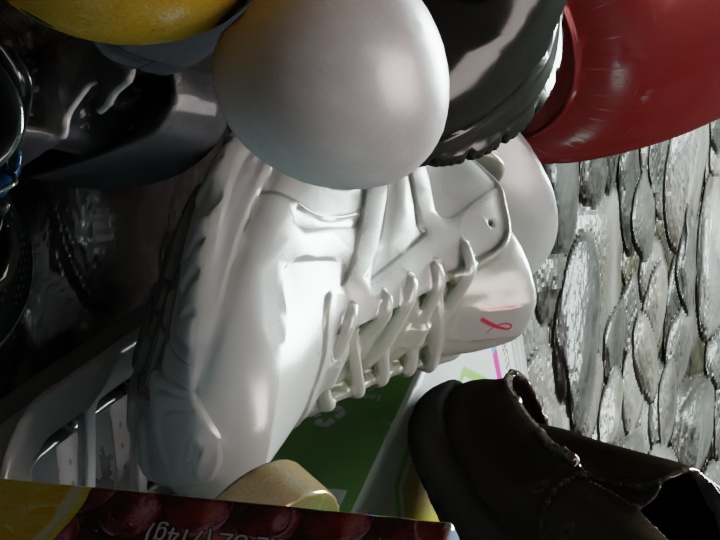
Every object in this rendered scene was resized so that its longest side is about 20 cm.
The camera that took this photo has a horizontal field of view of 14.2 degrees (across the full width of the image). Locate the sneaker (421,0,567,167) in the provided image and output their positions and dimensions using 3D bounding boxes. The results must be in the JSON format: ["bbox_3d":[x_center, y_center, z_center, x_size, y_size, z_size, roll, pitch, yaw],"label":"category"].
[{"bbox_3d":[0.044,-0.111,0.801,0.200,0.076,0.091,-51,158,-32],"label":"sneaker"}]

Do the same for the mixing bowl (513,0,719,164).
[{"bbox_3d":[0.058,-0.110,0.954,0.108,0.199,0.201,-47,138,-36],"label":"mixing bowl"}]

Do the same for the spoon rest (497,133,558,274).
[{"bbox_3d":[-0.003,-0.059,0.926,0.200,0.099,0.061,57,42,-40],"label":"spoon rest"}]

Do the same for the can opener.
[{"bbox_3d":[-0.034,-0.072,0.715,0.067,0.200,0.054,15,61,-37],"label":"can opener"}]

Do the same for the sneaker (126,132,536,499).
[{"bbox_3d":[0.000,0.000,0.789,0.200,0.099,0.078,-68,-179,-54],"label":"sneaker"}]

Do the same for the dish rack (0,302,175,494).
[{"bbox_3d":[-0.074,0.111,0.829,0.172,0.043,0.201,-38,128,-63],"label":"dish rack"}]

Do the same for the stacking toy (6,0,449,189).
[{"bbox_3d":[-0.053,-0.098,0.604,0.200,0.146,0.146,48,29,1],"label":"stacking toy"}]

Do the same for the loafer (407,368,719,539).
[{"bbox_3d":[0.067,0.081,0.764,0.200,0.071,0.073,-117,-179,-63],"label":"loafer"}]

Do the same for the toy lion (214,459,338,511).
[{"bbox_3d":[-0.043,0.163,0.727,0.192,0.069,0.200,-47,156,-11],"label":"toy lion"}]

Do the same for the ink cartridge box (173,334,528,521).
[{"bbox_3d":[-0.005,0.079,0.860,0.200,0.059,0.104,-63,149,-46],"label":"ink cartridge box"}]

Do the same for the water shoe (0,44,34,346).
[{"bbox_3d":[-0.109,-0.020,0.669,0.200,0.078,0.072,47,51,-61],"label":"water shoe"}]

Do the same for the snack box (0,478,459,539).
[{"bbox_3d":[-0.086,0.127,0.589,0.068,0.199,0.169,66,35,-48],"label":"snack box"}]
